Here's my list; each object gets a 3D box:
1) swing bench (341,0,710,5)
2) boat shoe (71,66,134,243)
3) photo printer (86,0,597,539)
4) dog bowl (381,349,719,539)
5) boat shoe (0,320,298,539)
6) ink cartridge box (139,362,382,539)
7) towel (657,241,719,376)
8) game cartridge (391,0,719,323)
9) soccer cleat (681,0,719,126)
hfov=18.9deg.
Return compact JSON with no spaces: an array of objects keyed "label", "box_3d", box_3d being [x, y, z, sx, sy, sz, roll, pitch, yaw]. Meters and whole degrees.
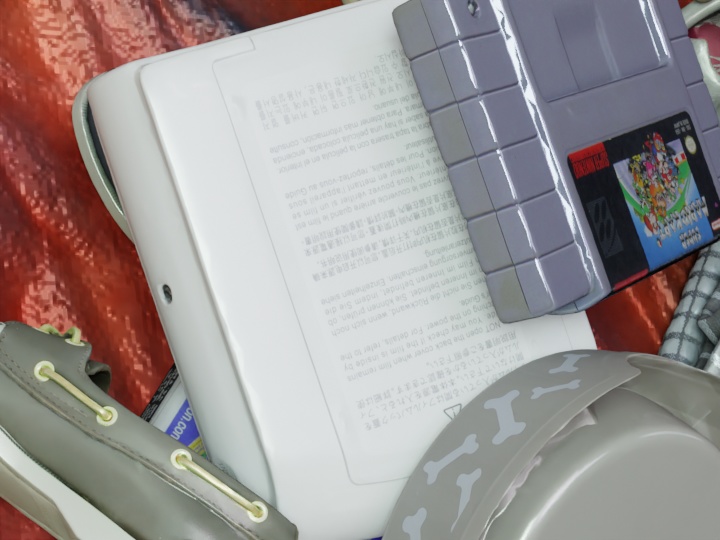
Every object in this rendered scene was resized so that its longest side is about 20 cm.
[{"label":"swing bench","box_3d":[0.052,-0.215,0.977,0.199,0.130,0.200,-14,52,-31]},{"label":"boat shoe","box_3d":[-0.040,-0.009,0.899,0.075,0.062,0.200,-39,94,-34]},{"label":"photo printer","box_3d":[0.000,0.000,0.840,0.166,0.069,0.200,-20,90,-27]},{"label":"dog bowl","box_3d":[0.085,0.121,0.827,0.200,0.059,0.201,-15,114,-37]},{"label":"boat shoe","box_3d":[-0.111,0.059,0.798,0.202,0.072,0.060,39,69,19]},{"label":"ink cartridge box","box_3d":[-0.034,0.157,0.854,0.200,0.043,0.198,39,58,-11]},{"label":"towel","box_3d":[0.246,0.049,1.025,0.200,0.086,0.166,37,58,-13]},{"label":"game cartridge","box_3d":[0.093,-0.058,0.862,0.200,0.038,0.130,-22,89,-57]},{"label":"soccer cleat","box_3d":[0.206,-0.123,1.063,0.200,0.086,0.070,-38,93,-34]}]
